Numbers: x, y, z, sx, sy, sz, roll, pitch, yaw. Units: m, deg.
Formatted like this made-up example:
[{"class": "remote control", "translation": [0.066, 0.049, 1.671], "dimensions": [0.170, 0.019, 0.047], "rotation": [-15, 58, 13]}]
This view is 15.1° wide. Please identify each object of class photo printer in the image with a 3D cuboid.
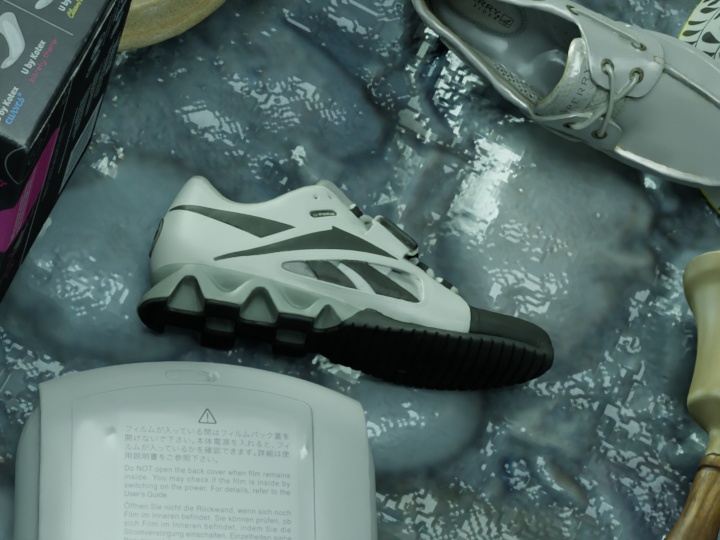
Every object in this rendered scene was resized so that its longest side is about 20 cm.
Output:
[{"class": "photo printer", "translation": [-0.073, 0.136, 1.210], "dimensions": [0.166, 0.069, 0.200], "rotation": [3, 64, -12]}]

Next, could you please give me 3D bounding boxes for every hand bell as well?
[{"class": "hand bell", "translation": [0.169, 0.101, 1.276], "dimensions": [0.104, 0.104, 0.200], "rotation": [25, 67, -1]}]

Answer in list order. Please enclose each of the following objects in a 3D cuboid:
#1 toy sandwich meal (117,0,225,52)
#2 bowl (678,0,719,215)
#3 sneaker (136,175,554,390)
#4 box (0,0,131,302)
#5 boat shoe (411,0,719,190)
[{"class": "toy sandwich meal", "translation": [-0.133, -0.187, 1.355], "dimensions": [0.205, 0.070, 0.205], "rotation": [3, 68, -8]}, {"class": "bowl", "translation": [0.268, -0.100, 1.392], "dimensions": [0.201, 0.094, 0.201], "rotation": [6, 63, -12]}, {"class": "sneaker", "translation": [0.000, 0.000, 1.290], "dimensions": [0.200, 0.074, 0.089], "rotation": [14, 65, -7]}, {"class": "box", "translation": [-0.183, -0.082, 1.214], "dimensions": [0.115, 0.200, 0.132], "rotation": [26, 62, -2]}, {"class": "boat shoe", "translation": [0.111, -0.094, 1.353], "dimensions": [0.200, 0.071, 0.069], "rotation": [28, 22, 9]}]
